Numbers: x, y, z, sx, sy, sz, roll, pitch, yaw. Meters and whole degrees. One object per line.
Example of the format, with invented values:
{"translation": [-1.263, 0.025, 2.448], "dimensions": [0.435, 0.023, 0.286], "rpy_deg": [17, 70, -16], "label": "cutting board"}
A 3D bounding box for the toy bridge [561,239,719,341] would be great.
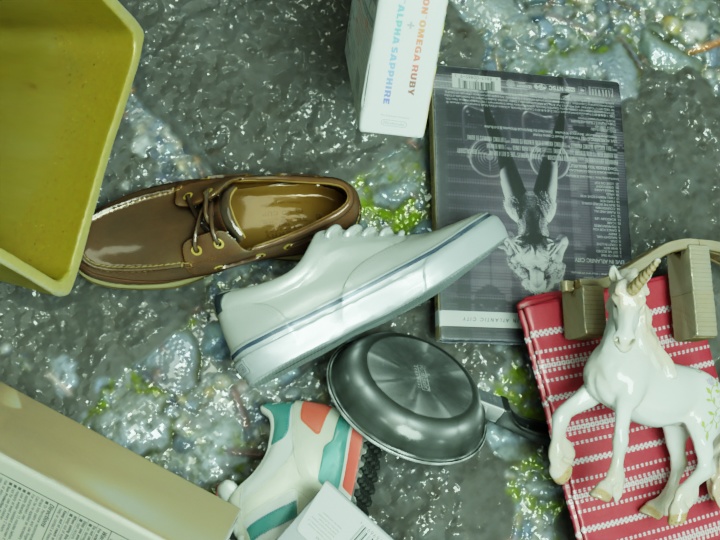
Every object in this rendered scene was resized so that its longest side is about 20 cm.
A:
{"translation": [0.224, 0.014, 0.798], "dimensions": [0.199, 0.027, 0.068], "rpy_deg": [3, 78, -22], "label": "toy bridge"}

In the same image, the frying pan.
{"translation": [0.067, 0.096, 0.767], "dimensions": [0.190, 0.031, 0.115], "rpy_deg": [26, 33, 2], "label": "frying pan"}

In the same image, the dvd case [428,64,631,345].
{"translation": [0.122, -0.045, 0.838], "dimensions": [0.148, 0.016, 0.201], "rpy_deg": [3, 75, -14], "label": "dvd case"}

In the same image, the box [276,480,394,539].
{"translation": [-0.027, 0.246, 0.660], "dimensions": [0.156, 0.041, 0.200], "rpy_deg": [37, 77, 24], "label": "box"}

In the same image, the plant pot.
{"translation": [-0.285, -0.115, 0.727], "dimensions": [0.199, 0.194, 0.196], "rpy_deg": [8, 75, 19], "label": "plant pot"}

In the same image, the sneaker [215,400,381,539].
{"translation": [-0.053, 0.178, 0.754], "dimensions": [0.093, 0.070, 0.200], "rpy_deg": [13, 76, 14], "label": "sneaker"}

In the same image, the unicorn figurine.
{"translation": [0.177, 0.080, 0.733], "dimensions": [0.200, 0.074, 0.138], "rpy_deg": [25, 83, -46], "label": "unicorn figurine"}

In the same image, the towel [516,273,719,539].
{"translation": [0.189, 0.104, 0.799], "dimensions": [0.144, 0.022, 0.201], "rpy_deg": [-10, 82, -23], "label": "towel"}

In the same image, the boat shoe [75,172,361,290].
{"translation": [-0.096, -0.034, 0.791], "dimensions": [0.199, 0.068, 0.072], "rpy_deg": [-8, 78, -9], "label": "boat shoe"}

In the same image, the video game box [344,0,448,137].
{"translation": [0.026, -0.200, 0.745], "dimensions": [0.047, 0.200, 0.183], "rpy_deg": [5, 114, -5], "label": "video game box"}

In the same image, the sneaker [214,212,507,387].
{"translation": [0.000, 0.000, 0.757], "dimensions": [0.200, 0.073, 0.071], "rpy_deg": [-26, 82, -14], "label": "sneaker"}

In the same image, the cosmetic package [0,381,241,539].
{"translation": [-0.186, 0.153, 0.713], "dimensions": [0.200, 0.071, 0.105], "rpy_deg": [29, 110, 0], "label": "cosmetic package"}
